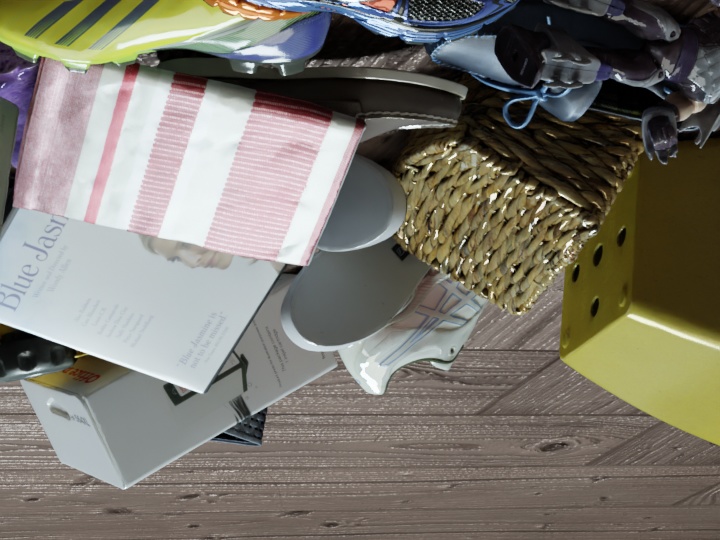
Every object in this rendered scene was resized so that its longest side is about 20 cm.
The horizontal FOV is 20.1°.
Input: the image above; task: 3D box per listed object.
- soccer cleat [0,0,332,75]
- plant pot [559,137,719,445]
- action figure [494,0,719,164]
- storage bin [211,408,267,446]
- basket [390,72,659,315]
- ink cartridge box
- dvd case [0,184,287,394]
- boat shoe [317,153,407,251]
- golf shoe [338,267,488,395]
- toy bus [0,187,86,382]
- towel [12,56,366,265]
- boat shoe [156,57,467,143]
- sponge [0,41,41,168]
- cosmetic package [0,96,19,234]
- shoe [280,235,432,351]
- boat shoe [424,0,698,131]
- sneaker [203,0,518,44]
[{"bbox_3d":[-0.115,-0.159,1.164,0.199,0.065,0.084,1,132,-6],"label":"soccer cleat"},{"bbox_3d":[0.260,0.006,1.555,0.176,0.201,0.200,12,158,-14],"label":"plant pot"},{"bbox_3d":[0.177,-0.132,1.221,0.199,0.131,0.069,8,-165,-28],"label":"action figure"},{"bbox_3d":[-0.175,0.086,1.761,0.135,0.094,0.200,4,167,28],"label":"storage bin"},{"bbox_3d":[0.111,-0.086,1.414,0.142,0.149,0.200,31,158,0],"label":"basket"},{"bbox_3d":[-0.143,0.079,1.577,0.200,0.085,0.146,-29,-164,-23],"label":"ink cartridge box"},{"bbox_3d":[-0.155,-0.003,1.378,0.200,0.018,0.143,22,113,-29],"label":"dvd case"},{"bbox_3d":[-0.034,-0.047,1.445,0.200,0.072,0.066,-4,179,44],"label":"boat shoe"},{"bbox_3d":[0.066,0.026,1.612,0.199,0.098,0.078,-25,-160,-17],"label":"golf shoe"},{"bbox_3d":[-0.196,0.005,1.527,0.199,0.136,0.192,-13,173,17],"label":"toy bus"},{"bbox_3d":[-0.110,-0.071,1.270,0.199,0.023,0.144,13,139,-11],"label":"towel"},{"bbox_3d":[-0.032,-0.099,1.294,0.199,0.060,0.072,3,173,2],"label":"boat shoe"},{"bbox_3d":[-0.198,-0.103,1.333,0.111,0.030,0.200,-12,160,17],"label":"sponge"},{"bbox_3d":[-0.349,-0.059,1.226,0.200,0.123,0.199,-22,143,39],"label":"cosmetic package"},{"bbox_3d":[0.000,0.000,1.506,0.200,0.072,0.091,-42,-171,-33],"label":"shoe"},{"bbox_3d":[0.137,-0.128,1.277,0.199,0.069,0.084,4,162,-16],"label":"boat shoe"},{"bbox_3d":[0.007,-0.173,1.108,0.199,0.076,0.078,-2,158,-15],"label":"sneaker"}]
